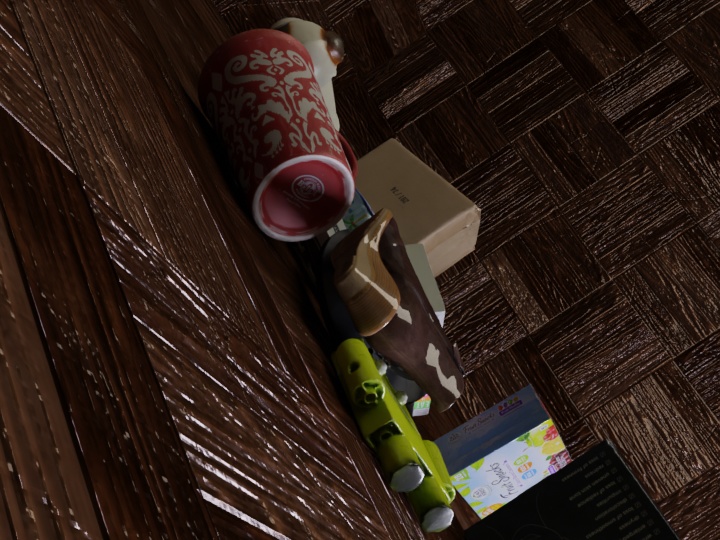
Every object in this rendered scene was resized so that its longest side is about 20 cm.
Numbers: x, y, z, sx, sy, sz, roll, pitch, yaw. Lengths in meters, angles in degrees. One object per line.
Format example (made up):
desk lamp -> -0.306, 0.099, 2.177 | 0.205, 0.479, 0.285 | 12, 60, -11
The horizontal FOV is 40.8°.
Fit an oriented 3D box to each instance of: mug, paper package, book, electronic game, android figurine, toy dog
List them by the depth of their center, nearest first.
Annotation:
android figurine -> 0.028, 0.138, 0.882 | 0.183, 0.041, 0.201 | 57, 5, -33
mug -> -0.065, -0.138, 1.006 | 0.202, 0.174, 0.135 | -114, -148, -42
electronic game -> 0.020, 0.048, 1.054 | 0.199, 0.041, 0.203 | 37, 38, -36
toy dog -> -0.088, -0.232, 1.260 | 0.202, 0.136, 0.196 | 96, -16, -47
book -> 0.080, 0.085, 1.344 | 0.135, 0.047, 0.203 | -106, -164, -47
paper package -> 0.047, -0.072, 1.455 | 0.200, 0.189, 0.104 | 43, -25, 31

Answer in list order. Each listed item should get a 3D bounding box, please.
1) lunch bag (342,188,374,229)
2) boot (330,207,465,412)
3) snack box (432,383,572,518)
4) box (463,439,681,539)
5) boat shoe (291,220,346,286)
lunch bag -> 0.000, 0.000, 1.252 | 0.202, 0.081, 0.161 | 59, -11, 5
boot -> 0.042, 0.036, 0.968 | 0.167, 0.072, 0.201 | 50, 21, -13
snack box -> 0.210, 0.268, 1.405 | 0.068, 0.167, 0.201 | 63, 4, 38
box -> 0.245, 0.329, 1.028 | 0.125, 0.198, 0.198 | 56, 3, -38
boat shoe -> -0.056, -0.045, 1.139 | 0.070, 0.063, 0.203 | 14, 44, -52
